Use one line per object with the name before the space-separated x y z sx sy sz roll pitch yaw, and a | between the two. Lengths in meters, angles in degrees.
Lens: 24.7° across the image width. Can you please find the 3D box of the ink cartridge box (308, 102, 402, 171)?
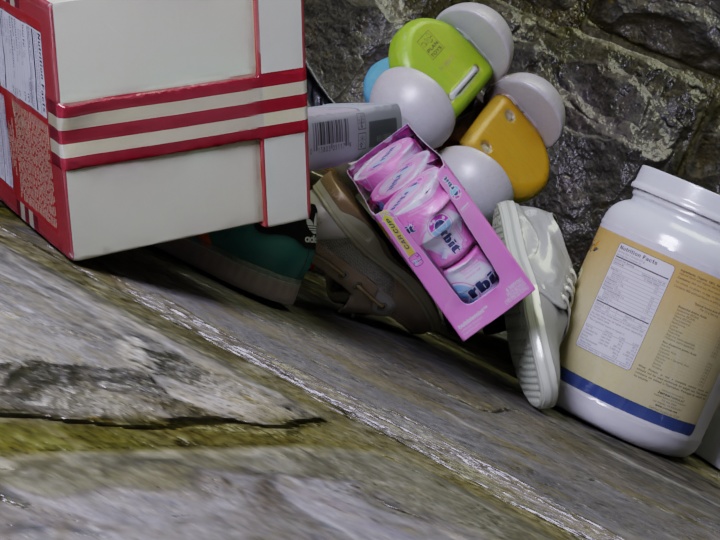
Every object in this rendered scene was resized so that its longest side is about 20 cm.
ink cartridge box | -0.089 -0.111 1.356 0.200 0.057 0.162 7 13 28

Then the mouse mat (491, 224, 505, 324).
mouse mat | 0.168 0.032 1.506 0.161 0.008 0.200 38 23 -13

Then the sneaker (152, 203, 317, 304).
sneaker | -0.120 -0.050 1.184 0.200 0.080 0.071 25 6 13

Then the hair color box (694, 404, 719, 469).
hair color box | 0.312 0.105 1.396 0.065 0.110 0.200 21 5 -24

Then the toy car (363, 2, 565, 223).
toy car | 0.081 -0.138 1.537 0.200 0.175 0.150 51 -38 -15

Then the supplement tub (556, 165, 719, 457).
supplement tub | 0.238 0.031 1.301 0.144 0.200 0.144 24 5 -2

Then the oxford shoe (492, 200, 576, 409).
oxford shoe | 0.140 0.021 1.266 0.058 0.075 0.200 2 44 -7

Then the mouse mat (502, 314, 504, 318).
mouse mat | 0.163 0.029 1.465 0.200 0.008 0.161 11 38 -56

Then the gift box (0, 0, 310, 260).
gift box | -0.136 -0.129 1.049 0.186 0.185 0.200 -12 29 -26

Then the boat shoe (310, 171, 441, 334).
boat shoe | 0.000 0.000 1.270 0.072 0.065 0.200 56 5 38

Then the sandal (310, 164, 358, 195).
sandal | -0.084 -0.130 1.499 0.200 0.054 0.080 28 30 7

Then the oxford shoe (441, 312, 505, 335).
oxford shoe | 0.126 0.017 1.542 0.200 0.071 0.071 16 48 -63

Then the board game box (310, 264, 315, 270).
board game box | -0.088 -0.094 1.541 0.151 0.046 0.200 23 31 -6

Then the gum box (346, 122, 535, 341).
gum box | 0.056 -0.032 1.228 0.114 0.066 0.200 53 3 -15

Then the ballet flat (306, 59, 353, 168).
ballet flat | -0.046 -0.161 1.570 0.066 0.057 0.200 -7 48 -48
